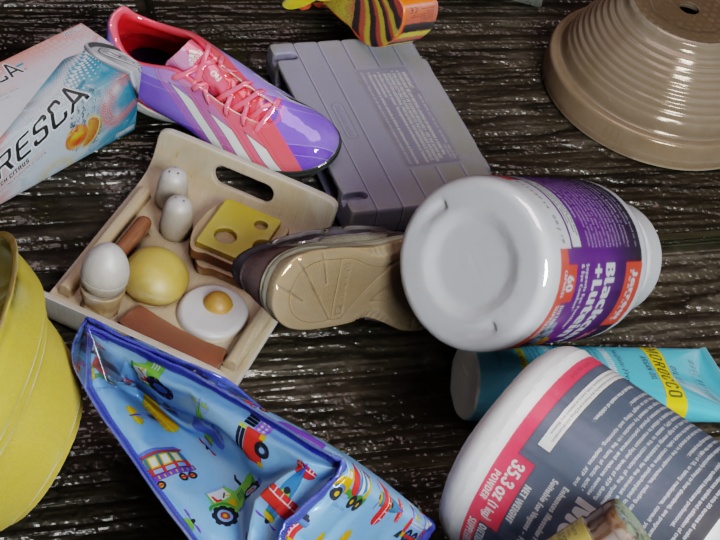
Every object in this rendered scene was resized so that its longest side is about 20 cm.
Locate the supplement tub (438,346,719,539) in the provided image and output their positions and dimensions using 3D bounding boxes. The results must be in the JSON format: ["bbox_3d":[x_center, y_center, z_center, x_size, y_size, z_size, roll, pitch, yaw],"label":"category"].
[{"bbox_3d":[0.159,0.150,0.932,0.200,0.141,0.140,35,46,20],"label":"supplement tub"}]

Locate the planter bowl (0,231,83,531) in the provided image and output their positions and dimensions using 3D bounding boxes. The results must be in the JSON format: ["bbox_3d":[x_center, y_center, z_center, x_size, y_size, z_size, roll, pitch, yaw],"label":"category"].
[{"bbox_3d":[-0.213,0.085,0.896,0.083,0.200,0.201,32,37,-26],"label":"planter bowl"}]

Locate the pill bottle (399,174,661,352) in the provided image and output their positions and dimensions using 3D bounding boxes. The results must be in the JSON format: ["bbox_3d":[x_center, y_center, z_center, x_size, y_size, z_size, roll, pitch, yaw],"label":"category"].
[{"bbox_3d":[0.123,-0.007,1.070,0.111,0.112,0.200,42,24,26],"label":"pill bottle"}]

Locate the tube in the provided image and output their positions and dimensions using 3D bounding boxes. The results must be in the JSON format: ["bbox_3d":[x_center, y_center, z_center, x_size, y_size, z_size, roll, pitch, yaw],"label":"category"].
[{"bbox_3d":[0.161,0.077,1.082,0.199,0.050,0.078,2,42,-20],"label":"tube"}]

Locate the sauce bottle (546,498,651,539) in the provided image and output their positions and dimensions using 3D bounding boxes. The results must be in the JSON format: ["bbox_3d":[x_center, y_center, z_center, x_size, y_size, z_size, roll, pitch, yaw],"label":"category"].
[{"bbox_3d":[0.070,0.200,0.844,0.200,0.065,0.065,-37,53,9],"label":"sauce bottle"}]

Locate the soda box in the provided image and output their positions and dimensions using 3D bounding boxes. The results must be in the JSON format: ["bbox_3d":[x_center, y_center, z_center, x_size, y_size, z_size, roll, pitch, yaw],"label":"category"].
[{"bbox_3d":[-0.248,-0.101,1.134,0.068,0.064,0.200,35,47,20],"label":"soda box"}]

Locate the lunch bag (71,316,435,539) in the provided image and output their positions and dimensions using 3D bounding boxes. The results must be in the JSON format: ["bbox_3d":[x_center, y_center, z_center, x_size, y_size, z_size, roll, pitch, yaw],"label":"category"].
[{"bbox_3d":[-0.078,0.107,0.905,0.200,0.151,0.094,35,85,29],"label":"lunch bag"}]

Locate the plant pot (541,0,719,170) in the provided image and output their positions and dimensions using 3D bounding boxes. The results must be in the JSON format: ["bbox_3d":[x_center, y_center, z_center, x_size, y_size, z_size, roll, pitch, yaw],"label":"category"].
[{"bbox_3d":[0.259,-0.182,1.340,0.200,0.093,0.201,7,44,-7],"label":"plant pot"}]

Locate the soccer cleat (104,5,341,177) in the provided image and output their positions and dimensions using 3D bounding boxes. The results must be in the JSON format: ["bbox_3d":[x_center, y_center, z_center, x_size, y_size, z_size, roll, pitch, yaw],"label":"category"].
[{"bbox_3d":[-0.105,-0.131,1.182,0.200,0.073,0.068,27,62,18],"label":"soccer cleat"}]

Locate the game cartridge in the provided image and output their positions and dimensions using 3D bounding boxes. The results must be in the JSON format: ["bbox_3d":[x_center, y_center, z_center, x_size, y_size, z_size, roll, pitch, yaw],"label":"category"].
[{"bbox_3d":[0.016,-0.107,1.238,0.129,0.038,0.200,-4,46,-24],"label":"game cartridge"}]

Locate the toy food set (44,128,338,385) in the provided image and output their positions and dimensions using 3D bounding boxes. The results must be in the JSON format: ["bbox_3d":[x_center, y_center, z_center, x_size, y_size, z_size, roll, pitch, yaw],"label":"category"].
[{"bbox_3d":[-0.115,-0.013,1.082,0.143,0.061,0.200,23,44,8],"label":"toy food set"}]

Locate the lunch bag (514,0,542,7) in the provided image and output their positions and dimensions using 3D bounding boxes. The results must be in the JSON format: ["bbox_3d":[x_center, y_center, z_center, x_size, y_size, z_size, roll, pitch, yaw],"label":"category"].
[{"bbox_3d":[0.100,-0.354,1.433,0.163,0.118,0.201,10,60,-6],"label":"lunch bag"}]

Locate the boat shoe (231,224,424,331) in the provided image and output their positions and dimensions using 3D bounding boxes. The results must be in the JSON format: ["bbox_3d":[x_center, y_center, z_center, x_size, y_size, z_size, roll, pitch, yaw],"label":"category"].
[{"bbox_3d":[0.000,0.000,1.073,0.200,0.072,0.065,-5,27,-45],"label":"boat shoe"}]

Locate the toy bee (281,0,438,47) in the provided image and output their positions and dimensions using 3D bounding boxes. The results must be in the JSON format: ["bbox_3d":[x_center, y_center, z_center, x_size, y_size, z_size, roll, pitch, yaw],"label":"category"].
[{"bbox_3d":[-0.008,-0.242,1.317,0.130,0.109,0.200,4,49,-20],"label":"toy bee"}]
